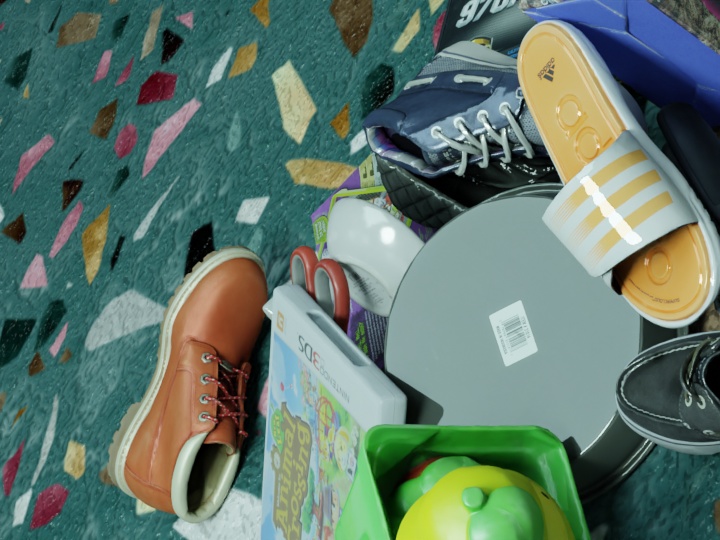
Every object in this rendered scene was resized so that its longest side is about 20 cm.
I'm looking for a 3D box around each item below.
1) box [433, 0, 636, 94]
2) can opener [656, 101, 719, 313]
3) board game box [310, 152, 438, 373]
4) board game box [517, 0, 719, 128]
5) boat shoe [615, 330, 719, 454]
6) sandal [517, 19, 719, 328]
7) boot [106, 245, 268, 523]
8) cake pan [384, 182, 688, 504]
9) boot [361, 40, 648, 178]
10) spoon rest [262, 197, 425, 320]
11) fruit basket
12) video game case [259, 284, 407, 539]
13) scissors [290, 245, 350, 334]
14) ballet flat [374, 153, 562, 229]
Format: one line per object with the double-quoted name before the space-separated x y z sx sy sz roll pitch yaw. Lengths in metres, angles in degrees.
"box" 0.132 -0.177 1.675 0.199 0.046 0.160 -16 52 50
"can opener" 0.215 -0.029 1.426 0.200 0.078 0.064 -122 24 -54
"board game box" 0.021 -0.006 1.714 0.120 0.032 0.201 -41 36 25
"board game box" 0.206 -0.211 1.485 0.097 0.159 0.201 -6 60 52
"boat shoe" 0.205 0.062 1.320 0.199 0.066 0.070 6 75 47
"sandal" 0.127 -0.052 1.401 0.079 0.059 0.207 -53 55 39
"boot" -0.104 0.084 1.788 0.107 0.075 0.201 26 95 56
"cake pan" 0.096 0.043 1.471 0.199 0.037 0.202 -8 75 30
"boot" 0.089 -0.086 1.560 0.090 0.073 0.200 -39 28 -21
"spoon rest" 0.000 0.000 1.640 0.061 0.099 0.200 -50 11 -25
"fruit basket" 0.074 0.165 1.325 0.215 0.155 0.217 -8 81 60
"video game case" -0.021 0.134 1.567 0.182 0.022 0.201 -136 45 -59
"scissors" -0.011 0.083 1.605 0.073 0.014 0.201 0 103 63
"ballet flat" 0.089 -0.054 1.607 0.199 0.057 0.067 4 60 42
